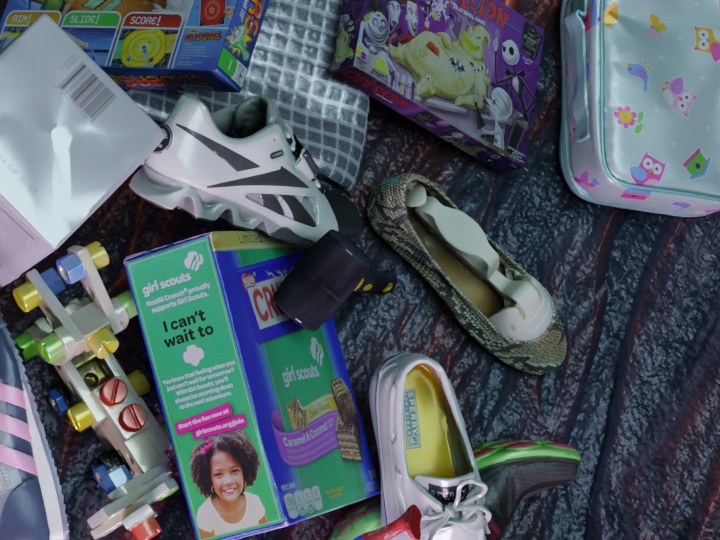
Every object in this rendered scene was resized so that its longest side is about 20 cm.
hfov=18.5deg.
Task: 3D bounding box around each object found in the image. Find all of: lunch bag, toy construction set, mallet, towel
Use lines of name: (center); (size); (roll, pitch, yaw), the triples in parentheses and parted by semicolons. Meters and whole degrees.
lunch bag: (0.231, -0.147, 1.741); (0.160, 0.077, 0.200); (5, 77, -20)
toy construction set: (-0.168, 0.089, 1.494); (0.092, 0.131, 0.200); (-15, 78, -22)
mallet: (0.000, 0.000, 1.558); (0.041, 0.200, 0.066); (43, 107, 11)
towel: (-0.087, -0.148, 1.605); (0.200, 0.086, 0.166); (14, 73, -19)

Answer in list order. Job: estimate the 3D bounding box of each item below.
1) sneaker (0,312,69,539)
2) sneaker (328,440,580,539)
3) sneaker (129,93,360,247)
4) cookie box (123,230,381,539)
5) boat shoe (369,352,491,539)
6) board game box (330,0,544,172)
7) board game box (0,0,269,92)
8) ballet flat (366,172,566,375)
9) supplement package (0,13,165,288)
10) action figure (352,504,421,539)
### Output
sneaker: (-0.260, 0.104, 1.491); (0.082, 0.070, 0.200); (-16, 82, -20)
sneaker: (0.073, 0.182, 1.617); (0.200, 0.077, 0.084); (-25, 95, -15)
sneaker: (-0.060, -0.070, 1.507); (0.200, 0.074, 0.089); (14, 102, -50)
cookie box: (-0.072, 0.075, 1.521); (0.171, 0.075, 0.200); (-6, 79, -68)
boat shoe: (0.057, 0.155, 1.531); (0.075, 0.086, 0.202); (-7, 87, -15)
board game box: (0.061, -0.164, 1.654); (0.200, 0.032, 0.120); (26, 62, -43)
board game box: (-0.154, -0.193, 1.535); (0.034, 0.200, 0.135); (41, 60, -53)
ballet flat: (0.089, 0.003, 1.652); (0.200, 0.075, 0.068); (44, 66, -9)
supplement package: (-0.230, -0.071, 1.466); (0.114, 0.200, 0.110); (46, 67, -9)
action figure: (-0.033, 0.231, 1.507); (0.065, 0.200, 0.052); (48, 23, -27)
